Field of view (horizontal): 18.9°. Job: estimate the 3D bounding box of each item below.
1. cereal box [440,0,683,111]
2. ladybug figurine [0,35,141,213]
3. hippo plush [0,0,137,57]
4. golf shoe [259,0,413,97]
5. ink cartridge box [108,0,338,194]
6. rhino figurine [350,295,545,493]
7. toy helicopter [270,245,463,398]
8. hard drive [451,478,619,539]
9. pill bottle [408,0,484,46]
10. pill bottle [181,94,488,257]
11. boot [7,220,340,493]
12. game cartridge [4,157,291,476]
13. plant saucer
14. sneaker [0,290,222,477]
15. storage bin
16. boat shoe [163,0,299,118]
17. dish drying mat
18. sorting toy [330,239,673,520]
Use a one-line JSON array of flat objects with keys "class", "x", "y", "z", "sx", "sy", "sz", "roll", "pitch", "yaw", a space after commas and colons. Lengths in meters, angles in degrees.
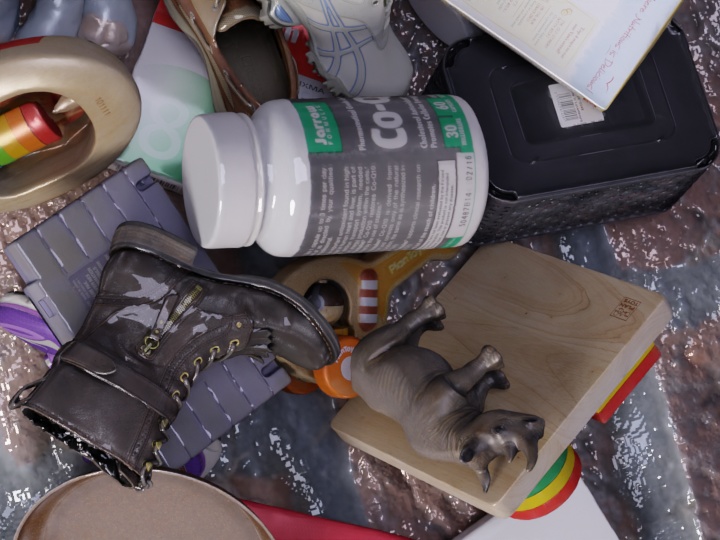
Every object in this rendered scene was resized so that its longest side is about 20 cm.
[{"class": "cereal box", "x": 0.139, "y": -0.231, "z": 1.600, "sx": 0.200, "sy": 0.040, "sz": 0.144, "roll": 36, "pitch": 92, "yaw": 0}, {"class": "ladybug figurine", "x": -0.255, "y": -0.111, "z": 1.584, "sx": 0.200, "sy": 0.136, "sz": 0.072, "roll": -21, "pitch": 45, "yaw": 10}, {"class": "hippo plush", "x": -0.217, "y": -0.235, "z": 1.587, "sx": 0.200, "sy": 0.161, "sz": 0.159, "roll": -33, "pitch": 89, "yaw": -13}, {"class": "golf shoe", "x": -0.001, "y": -0.190, "z": 1.600, "sx": 0.097, "sy": 0.200, "sz": 0.078, "roll": -17, "pitch": 56, "yaw": 28}, {"class": "ink cartridge box", "x": -0.091, "y": -0.148, "z": 1.659, "sx": 0.161, "sy": 0.050, "sz": 0.200, "roll": 19, "pitch": 81, "yaw": -8}, {"class": "rhino figurine", "x": 0.064, "y": 0.092, "z": 1.527, "sx": 0.087, "sy": 0.200, "sz": 0.060, "roll": -38, "pitch": 132, "yaw": -10}, {"class": "toy helicopter", "x": 0.000, "y": 0.000, "z": 1.639, "sx": 0.200, "sy": 0.079, "sz": 0.132, "roll": -35, "pitch": 109, "yaw": -29}, {"class": "hard drive", "x": 0.111, "y": 0.255, "z": 1.646, "sx": 0.200, "sy": 0.027, "sz": 0.132, "roll": -34, "pitch": 99, "yaw": -13}, {"class": "pill bottle", "x": 0.131, "y": -0.262, "z": 1.684, "sx": 0.200, "sy": 0.112, "sz": 0.112, "roll": -38, "pitch": 91, "yaw": -13}, {"class": "pill bottle", "x": -0.019, "y": -0.067, "z": 1.549, "sx": 0.200, "sy": 0.113, "sz": 0.113, "roll": -4, "pitch": 83, "yaw": -21}, {"class": "boot", "x": -0.127, "y": 0.076, "z": 1.503, "sx": 0.200, "sy": 0.069, "sz": 0.174, "roll": 26, "pitch": 62, "yaw": -10}, {"class": "game cartridge", "x": -0.153, "y": 0.035, "z": 1.558, "sx": 0.130, "sy": 0.038, "sz": 0.200, "roll": -36, "pitch": 96, "yaw": -27}, {"class": "plant saucer", "x": -0.150, "y": 0.211, "z": 1.555, "sx": 0.200, "sy": 0.032, "sz": 0.200, "roll": 2, "pitch": 123, "yaw": 3}, {"class": "sneaker", "x": -0.194, "y": 0.092, "z": 1.592, "sx": 0.200, "sy": 0.081, "sz": 0.083, "roll": 42, "pitch": 83, "yaw": -4}, {"class": "storage bin", "x": 0.157, "y": -0.110, "z": 1.659, "sx": 0.200, "sy": 0.094, "sz": 0.135, "roll": -10, "pitch": 72, "yaw": -18}, {"class": "boat shoe", "x": -0.093, "y": -0.189, "z": 1.610, "sx": 0.076, "sy": 0.072, "sz": 0.200, "roll": -23, "pitch": 84, "yaw": -22}, {"class": "dish drying mat", "x": -0.051, "y": 0.218, "z": 1.619, "sx": 0.200, "sy": 0.018, "sz": 0.077, "roll": 15, "pitch": 86, "yaw": -17}, {"class": "sorting toy", "x": 0.112, "y": 0.089, "z": 1.600, "sx": 0.199, "sy": 0.200, "sz": 0.070, "roll": -49, "pitch": 126, "yaw": -15}]
